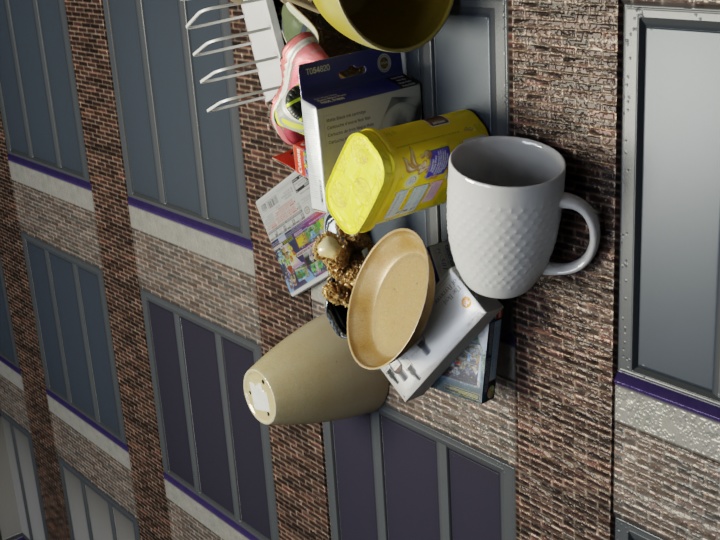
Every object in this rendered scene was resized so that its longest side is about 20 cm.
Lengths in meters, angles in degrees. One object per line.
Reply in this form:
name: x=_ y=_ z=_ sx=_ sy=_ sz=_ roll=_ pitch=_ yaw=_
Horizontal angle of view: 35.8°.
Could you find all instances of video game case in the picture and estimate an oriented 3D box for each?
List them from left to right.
video game case: x=-0.096 y=-0.069 z=1.896 sx=0.199 sy=0.023 sz=0.184 roll=-29 pitch=81 yaw=53

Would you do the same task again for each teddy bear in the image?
teddy bear: x=0.000 y=0.000 z=1.688 sx=0.066 sy=0.199 sz=0.146 roll=11 pitch=70 yaw=50

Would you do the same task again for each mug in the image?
mug: x=0.206 y=-0.056 z=1.418 sx=0.198 sy=0.148 sz=0.177 roll=11 pitch=123 yaw=17

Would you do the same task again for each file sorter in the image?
file sorter: x=-0.204 y=-0.370 z=1.798 sx=0.139 sy=0.123 sz=0.203 roll=179 pitch=76 yaw=-69

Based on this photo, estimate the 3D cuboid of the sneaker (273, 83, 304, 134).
sneaker: x=-0.033 y=-0.223 z=1.611 sx=0.076 sy=0.198 sz=0.076 roll=-16 pitch=66 yaw=56

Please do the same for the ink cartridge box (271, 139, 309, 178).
ink cartridge box: x=-0.040 y=-0.179 z=1.696 sx=0.199 sy=0.108 sz=0.051 roll=30 pitch=136 yaw=43

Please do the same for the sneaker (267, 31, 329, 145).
sneaker: x=-0.083 y=-0.252 z=1.661 sx=0.087 sy=0.073 sz=0.201 roll=45 pitch=146 yaw=26

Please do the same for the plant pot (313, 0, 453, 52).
plant pot: x=0.009 y=-0.391 z=1.478 sx=0.141 sy=0.198 sz=0.203 roll=14 pitch=115 yaw=55

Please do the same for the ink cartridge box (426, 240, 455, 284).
ink cartridge box: x=0.118 y=0.065 z=1.649 sx=0.094 sy=0.044 sz=0.202 roll=-18 pitch=89 yaw=52

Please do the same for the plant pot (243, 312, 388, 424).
plant pot: x=-0.087 y=0.178 z=1.837 sx=0.186 sy=0.199 sz=0.190 roll=26 pitch=125 yaw=44

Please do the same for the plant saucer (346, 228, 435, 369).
plant saucer: x=0.048 y=0.043 z=1.548 sx=0.200 sy=0.035 sz=0.202 roll=-36 pitch=45 yaw=47

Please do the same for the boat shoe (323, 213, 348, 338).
boat shoe: x=-0.024 y=0.004 z=1.759 sx=0.070 sy=0.091 sz=0.203 roll=-11 pitch=101 yaw=27

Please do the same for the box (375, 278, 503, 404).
box: x=0.106 y=0.097 z=1.602 sx=0.198 sy=0.038 sz=0.138 roll=16 pitch=110 yaw=35

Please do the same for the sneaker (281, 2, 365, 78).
sneaker: x=-0.061 y=-0.337 z=1.707 sx=0.201 sy=0.067 sz=0.090 roll=56 pitch=149 yaw=21

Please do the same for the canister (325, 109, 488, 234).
canister: x=0.066 y=-0.136 z=1.501 sx=0.087 sy=0.199 sz=0.149 roll=53 pitch=140 yaw=23

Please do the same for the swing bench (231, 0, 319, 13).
swing bench: x=-0.153 y=-0.489 z=1.607 sx=0.130 sy=0.198 sz=0.200 roll=-63 pitch=39 yaw=44

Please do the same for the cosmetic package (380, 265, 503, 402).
cosmetic package: x=0.104 y=0.088 z=1.543 sx=0.083 sy=0.050 sz=0.200 roll=50 pitch=125 yaw=18

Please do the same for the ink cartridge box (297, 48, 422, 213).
ink cartridge box: x=0.006 y=-0.202 z=1.554 sx=0.040 sy=0.198 sz=0.203 roll=14 pitch=117 yaw=47
